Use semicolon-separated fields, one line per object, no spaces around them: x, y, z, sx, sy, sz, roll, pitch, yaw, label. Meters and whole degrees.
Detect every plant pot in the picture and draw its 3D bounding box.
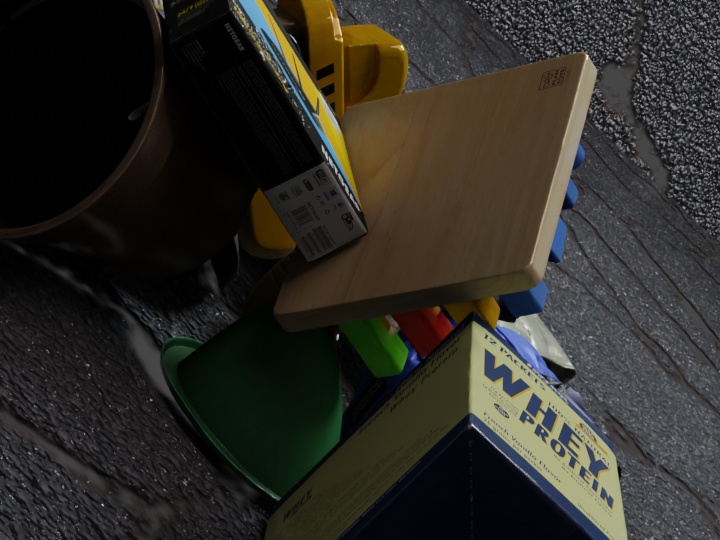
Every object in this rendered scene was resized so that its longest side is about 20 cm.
-0.173;-0.093;1.506;0.201;0.200;0.198;52;10;27;plant pot

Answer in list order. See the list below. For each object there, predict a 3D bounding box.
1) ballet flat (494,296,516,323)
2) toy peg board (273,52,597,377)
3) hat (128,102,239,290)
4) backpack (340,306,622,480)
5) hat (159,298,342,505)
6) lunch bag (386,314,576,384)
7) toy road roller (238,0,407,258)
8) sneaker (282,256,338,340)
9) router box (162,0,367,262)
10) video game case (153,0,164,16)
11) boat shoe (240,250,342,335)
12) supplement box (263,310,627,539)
0.086;0.002;1.682;0.066;0.057;0.200;16;0;19;ballet flat
0.070;-0.028;1.515;0.098;0.198;0.201;53;41;-36;toy peg board
-0.144;-0.081;1.670;0.080;0.202;0.201;-6;33;-11;hat
0.071;0.118;1.625;0.167;0.163;0.200;29;22;-35;backpack
-0.026;0.044;1.528;0.200;0.176;0.166;48;14;13;hat
0.058;0.041;1.884;0.199;0.118;0.164;22;24;-40;lunch bag
-0.041;-0.119;1.714;0.145;0.202;0.123;-6;19;-15;toy road roller
-0.011;-0.024;1.772;0.070;0.201;0.073;20;-26;9;sneaker
-0.068;-0.125;1.482;0.201;0.051;0.150;58;10;-36;router box
-0.151;-0.159;1.799;0.025;0.182;0.200;2;0;21;video game case
-0.001;-0.003;1.680;0.073;0.200;0.063;53;13;16;boat shoe
0.047;0.165;1.362;0.134;0.200;0.200;43;15;-10;supplement box
